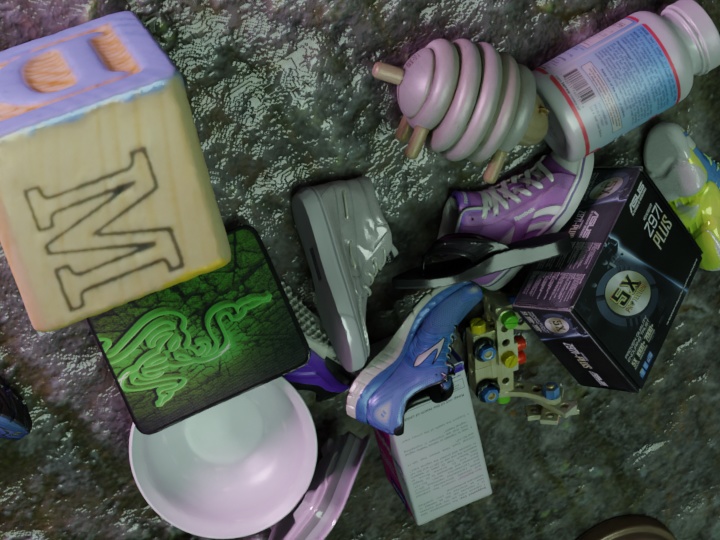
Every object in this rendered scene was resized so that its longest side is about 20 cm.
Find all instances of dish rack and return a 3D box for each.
[{"bbox_3d":[-0.065,0.276,1.650,0.044,0.172,0.200,33,123,-4],"label":"dish rack"}]

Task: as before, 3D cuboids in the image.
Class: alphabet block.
[{"bbox_3d":[-0.252,-0.095,1.357,0.196,0.195,0.200,-20,122,-11],"label":"alphabet block"}]

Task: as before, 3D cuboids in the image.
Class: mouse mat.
[{"bbox_3d":[-0.169,0.062,1.526,0.200,0.008,0.161,-24,92,1],"label":"mouse mat"}]

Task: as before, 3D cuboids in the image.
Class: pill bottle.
[{"bbox_3d":[0.283,-0.208,1.581,0.200,0.109,0.109,-30,124,-6],"label":"pill bottle"}]

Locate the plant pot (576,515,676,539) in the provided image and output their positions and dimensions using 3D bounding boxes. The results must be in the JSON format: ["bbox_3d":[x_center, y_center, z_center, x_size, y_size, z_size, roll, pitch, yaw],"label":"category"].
[{"bbox_3d":[0.357,0.436,1.974,0.201,0.093,0.201,-11,121,-18],"label":"plant pot"}]

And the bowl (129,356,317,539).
[{"bbox_3d":[-0.148,0.180,1.595,0.201,0.090,0.201,-1,102,-6],"label":"bowl"}]

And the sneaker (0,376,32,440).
[{"bbox_3d":[-0.429,0.136,1.485,0.200,0.075,0.078,18,117,-22],"label":"sneaker"}]

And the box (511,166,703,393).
[{"bbox_3d":[0.282,0.009,1.661,0.164,0.086,0.200,47,62,-35],"label":"box"}]

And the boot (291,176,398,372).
[{"bbox_3d":[0.000,0.000,1.557,0.095,0.074,0.200,-16,94,-19],"label":"boot"}]

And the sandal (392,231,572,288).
[{"bbox_3d":[0.126,-0.022,1.583,0.200,0.075,0.048,-15,101,-8],"label":"sandal"}]

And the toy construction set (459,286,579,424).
[{"bbox_3d":[0.188,0.091,1.719,0.131,0.092,0.200,-17,111,-15],"label":"toy construction set"}]

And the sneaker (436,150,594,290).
[{"bbox_3d":[0.165,-0.077,1.624,0.114,0.073,0.201,32,101,-30],"label":"sneaker"}]

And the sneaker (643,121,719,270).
[{"bbox_3d":[0.399,-0.103,1.725,0.105,0.076,0.200,-43,121,-32],"label":"sneaker"}]

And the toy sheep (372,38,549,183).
[{"bbox_3d":[0.104,-0.172,1.512,0.200,0.138,0.138,14,110,-22],"label":"toy sheep"}]

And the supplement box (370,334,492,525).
[{"bbox_3d":[0.073,0.177,1.702,0.103,0.101,0.200,-23,123,-11],"label":"supplement box"}]

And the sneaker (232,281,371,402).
[{"bbox_3d":[-0.086,0.083,1.602,0.200,0.070,0.100,37,114,-27],"label":"sneaker"}]

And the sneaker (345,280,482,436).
[{"bbox_3d":[0.074,0.096,1.585,0.200,0.089,0.079,-51,164,-16],"label":"sneaker"}]
